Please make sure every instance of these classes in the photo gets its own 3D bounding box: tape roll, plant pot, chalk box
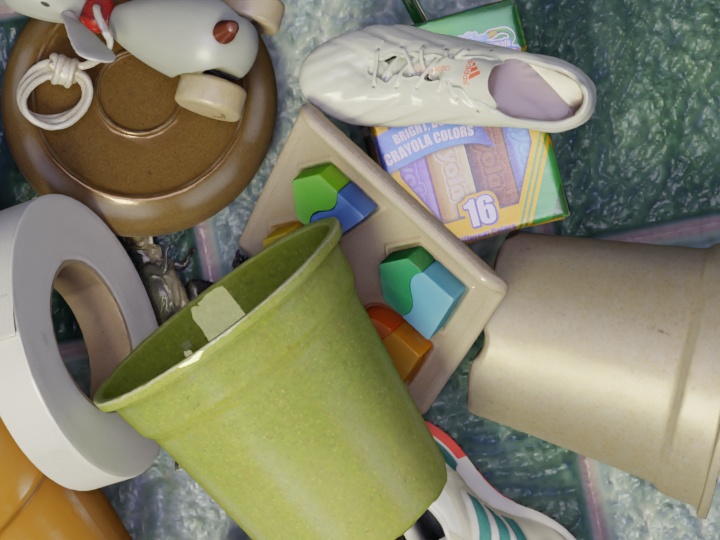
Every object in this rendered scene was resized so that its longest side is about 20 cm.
[{"bbox_3d":[-0.195,0.048,1.528,0.037,0.203,0.204,-17,93,21],"label":"tape roll"},{"bbox_3d":[0.176,0.054,1.586,0.182,0.200,0.202,14,92,8],"label":"plant pot"},{"bbox_3d":[-0.251,0.190,1.569,0.200,0.200,0.183,-42,110,0],"label":"plant pot"},{"bbox_3d":[-0.158,-0.125,1.609,0.198,0.027,0.202,1,79,-5],"label":"plant pot"},{"bbox_3d":[-0.043,0.098,1.490,0.200,0.200,0.185,-36,99,-1],"label":"plant pot"},{"bbox_3d":[0.060,-0.120,1.593,0.123,0.124,0.202,-14,94,-2],"label":"chalk box"}]

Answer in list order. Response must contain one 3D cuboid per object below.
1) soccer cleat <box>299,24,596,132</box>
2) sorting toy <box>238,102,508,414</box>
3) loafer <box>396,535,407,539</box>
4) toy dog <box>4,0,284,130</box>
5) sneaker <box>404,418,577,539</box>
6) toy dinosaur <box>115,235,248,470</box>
[{"bbox_3d":[0.059,-0.126,1.493,0.198,0.078,0.070,5,92,-2],"label":"soccer cleat"},{"bbox_3d":[0.000,0.000,1.549,0.185,0.200,0.036,42,58,9],"label":"sorting toy"},{"bbox_3d":[0.001,0.184,1.628,0.073,0.071,0.201,-31,94,-1],"label":"loafer"},{"bbox_3d":[-0.150,-0.172,1.556,0.198,0.096,0.133,-2,79,-5],"label":"toy dog"},{"bbox_3d":[0.079,0.197,1.609,0.200,0.070,0.094,41,46,-8],"label":"sneaker"},{"bbox_3d":[-0.119,0.036,1.629,0.088,0.047,0.201,-15,92,15],"label":"toy dinosaur"}]
